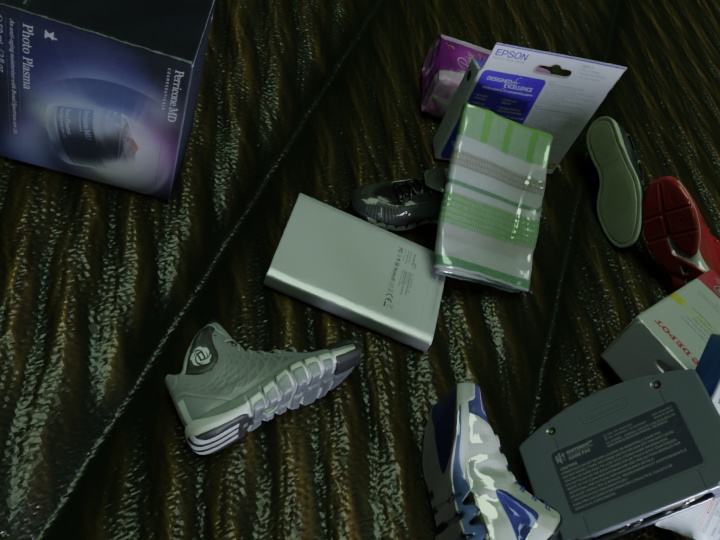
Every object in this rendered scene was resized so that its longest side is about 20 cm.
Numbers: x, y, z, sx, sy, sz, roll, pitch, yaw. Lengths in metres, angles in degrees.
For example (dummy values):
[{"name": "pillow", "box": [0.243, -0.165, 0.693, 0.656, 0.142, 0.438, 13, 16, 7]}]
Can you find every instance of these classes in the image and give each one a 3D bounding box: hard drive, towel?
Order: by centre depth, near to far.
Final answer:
[{"name": "hard drive", "box": [0.000, 0.000, 0.885, 0.197, 0.027, 0.133, 23, 50, -6]}, {"name": "towel", "box": [0.164, -0.084, 0.924, 0.147, 0.031, 0.204, 13, 87, -31]}]

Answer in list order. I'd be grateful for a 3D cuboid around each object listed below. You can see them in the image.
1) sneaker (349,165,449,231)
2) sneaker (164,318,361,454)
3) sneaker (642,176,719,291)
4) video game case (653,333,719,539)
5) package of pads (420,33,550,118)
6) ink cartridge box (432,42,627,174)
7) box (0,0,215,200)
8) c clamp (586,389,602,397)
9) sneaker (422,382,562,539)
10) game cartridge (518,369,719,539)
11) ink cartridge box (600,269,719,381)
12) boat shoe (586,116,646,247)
[{"name": "sneaker", "box": [0.085, -0.095, 0.949, 0.196, 0.091, 0.067, 5, 52, -19]}, {"name": "sneaker", "box": [-0.100, 0.084, 0.752, 0.198, 0.076, 0.116, -23, 63, -33]}, {"name": "sneaker", "box": [0.459, -0.040, 1.061, 0.115, 0.078, 0.204, -24, 97, -46]}, {"name": "video game case", "box": [0.405, 0.194, 0.802, 0.179, 0.045, 0.203, 24, 92, -14]}, {"name": "package of pads", "box": [0.189, -0.265, 1.129, 0.196, 0.076, 0.122, 15, 48, -11]}, {"name": "ink cartridge box", "box": [0.219, -0.220, 1.026, 0.194, 0.201, 0.044, 5, 53, -19]}, {"name": "box", "box": [-0.272, -0.203, 0.808, 0.194, 0.201, 0.125, 13, 50, -12]}, {"name": "c clamp", "box": [0.317, 0.217, 0.861, 0.196, 0.027, 0.173, 16, 46, -9]}, {"name": "sneaker", "box": [0.129, 0.220, 0.749, 0.113, 0.081, 0.203, 9, 59, -20]}, {"name": "game cartridge", "box": [0.263, 0.184, 0.764, 0.041, 0.198, 0.135, 39, 29, -49]}, {"name": "ink cartridge box", "box": [0.409, 0.102, 0.929, 0.198, 0.084, 0.146, -20, 61, -38]}, {"name": "boat shoe", "box": [0.378, -0.123, 1.105, 0.065, 0.074, 0.203, 13, 57, -36]}]
